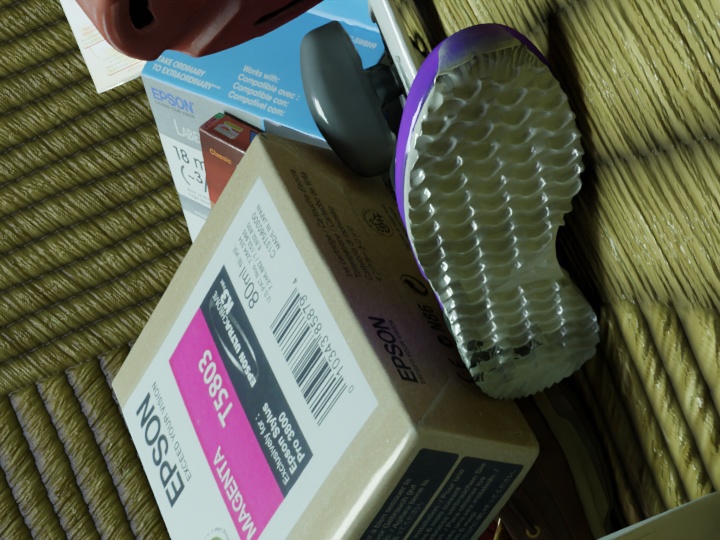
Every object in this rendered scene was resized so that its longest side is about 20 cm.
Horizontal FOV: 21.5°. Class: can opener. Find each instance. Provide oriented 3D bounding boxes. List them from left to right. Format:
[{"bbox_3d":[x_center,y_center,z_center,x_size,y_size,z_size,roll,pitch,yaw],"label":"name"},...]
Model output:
[{"bbox_3d":[-0.016,-0.141,0.859,0.053,0.066,0.201,-150,35,-79],"label":"can opener"}]

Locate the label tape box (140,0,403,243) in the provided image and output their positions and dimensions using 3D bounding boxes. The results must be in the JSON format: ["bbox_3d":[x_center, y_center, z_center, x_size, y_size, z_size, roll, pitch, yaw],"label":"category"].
[{"bbox_3d":[-0.043,-0.077,1.011,0.144,0.063,0.201,22,140,36],"label":"label tape box"}]

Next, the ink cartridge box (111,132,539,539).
[{"bbox_3d":[-0.025,0.065,0.858,0.165,0.075,0.201,-57,41,26],"label":"ink cartridge box"}]

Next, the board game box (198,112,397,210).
[{"bbox_3d":[0.000,0.000,0.959,0.199,0.019,0.104,28,141,31],"label":"board game box"}]

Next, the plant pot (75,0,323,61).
[{"bbox_3d":[-0.076,-0.196,0.684,0.196,0.200,0.201,57,172,15],"label":"plant pot"}]

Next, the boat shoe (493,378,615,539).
[{"bbox_3d":[0.094,0.140,0.933,0.072,0.067,0.201,-122,11,-57],"label":"boat shoe"}]

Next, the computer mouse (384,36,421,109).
[{"bbox_3d":[0.044,-0.021,0.947,0.059,0.034,0.201,-128,17,-72],"label":"computer mouse"}]

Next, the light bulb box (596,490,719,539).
[{"bbox_3d":[0.086,0.215,0.720,0.200,0.124,0.200,67,154,10],"label":"light bulb box"}]

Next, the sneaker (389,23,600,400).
[{"bbox_3d":[0.040,-0.038,0.739,0.201,0.069,0.100,76,172,-54],"label":"sneaker"}]

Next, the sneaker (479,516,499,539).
[{"bbox_3d":[0.050,0.142,1.009,0.200,0.078,0.082,52,141,-2],"label":"sneaker"}]

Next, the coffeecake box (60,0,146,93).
[{"bbox_3d":[-0.134,-0.232,1.181,0.153,0.073,0.202,-31,-79,-53],"label":"coffeecake box"}]
